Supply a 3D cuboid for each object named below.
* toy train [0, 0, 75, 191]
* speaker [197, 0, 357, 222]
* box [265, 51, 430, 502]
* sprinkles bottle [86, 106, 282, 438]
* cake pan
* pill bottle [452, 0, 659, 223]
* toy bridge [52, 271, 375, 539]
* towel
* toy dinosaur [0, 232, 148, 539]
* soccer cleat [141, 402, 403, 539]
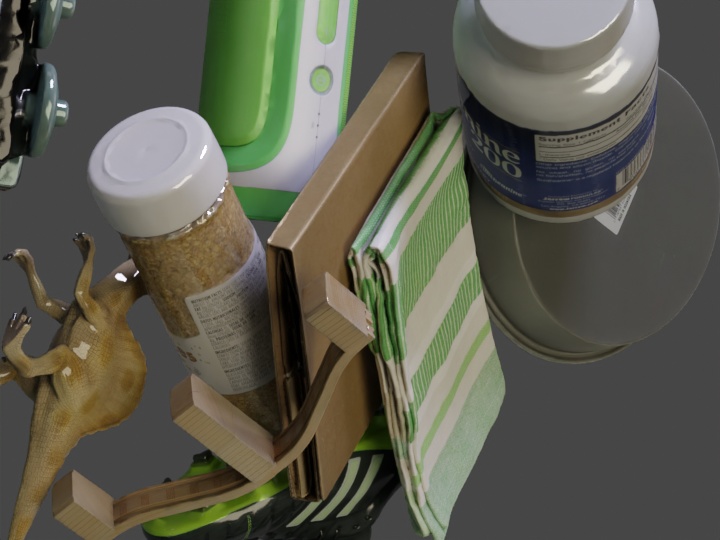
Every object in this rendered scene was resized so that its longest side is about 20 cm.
[{"bbox_3d":[-0.185,-0.130,1.290,0.085,0.114,0.202,7,86,-16],"label":"toy train"},{"bbox_3d":[-0.043,-0.127,1.417,0.088,0.088,0.202,5,91,-38],"label":"speaker"},{"bbox_3d":[0.000,0.000,1.421,0.200,0.021,0.164,-57,148,-49],"label":"box"},{"bbox_3d":[-0.077,0.008,1.378,0.068,0.068,0.201,-48,138,-25],"label":"sprinkles bottle"},{"bbox_3d":[0.145,-0.042,1.603,0.199,0.037,0.202,-4,96,-37],"label":"cake pan"},{"bbox_3d":[0.107,-0.112,1.442,0.111,0.110,0.200,-61,165,-17],"label":"pill bottle"},{"bbox_3d":[-0.068,0.082,1.340,0.200,0.027,0.067,-38,123,21],"label":"toy bridge"},{"bbox_3d":[0.043,0.029,1.462,0.153,0.023,0.201,-61,146,-49],"label":"towel"},{"bbox_3d":[-0.155,0.056,1.363,0.101,0.058,0.201,34,73,-36],"label":"toy dinosaur"},{"bbox_3d":[-0.033,0.126,1.462,0.199,0.067,0.082,-22,116,-36],"label":"soccer cleat"}]
